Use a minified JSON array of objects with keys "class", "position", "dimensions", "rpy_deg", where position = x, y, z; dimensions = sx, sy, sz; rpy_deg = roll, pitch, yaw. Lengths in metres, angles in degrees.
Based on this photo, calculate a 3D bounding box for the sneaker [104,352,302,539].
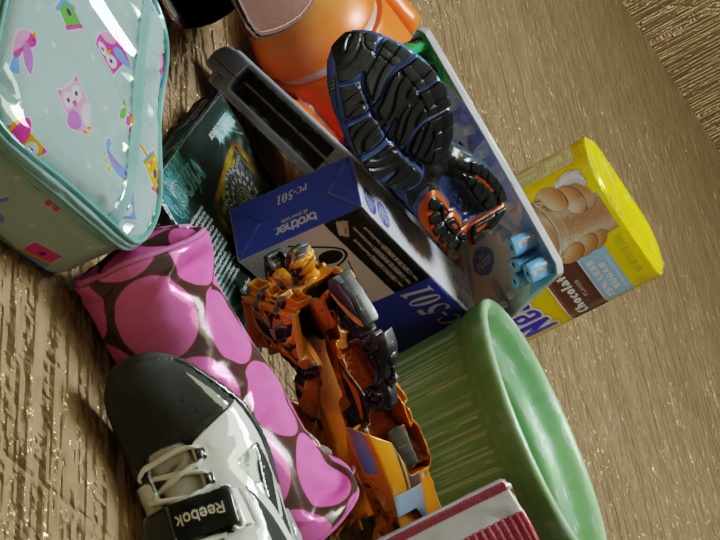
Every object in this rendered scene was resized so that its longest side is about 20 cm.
[{"class":"sneaker","position":[-0.077,0.138,0.984],"dimensions":[0.201,0.074,0.089],"rpy_deg":[59,17,-11]}]

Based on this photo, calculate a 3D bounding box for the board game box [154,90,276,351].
[{"class":"board game box","position":[-0.093,-0.031,1.237],"dimensions":[0.136,0.028,0.200],"rpy_deg":[60,18,-15]}]

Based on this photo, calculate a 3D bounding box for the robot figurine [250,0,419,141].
[{"class":"robot figurine","position":[-0.012,-0.172,1.515],"dimensions":[0.200,0.144,0.117],"rpy_deg":[48,7,-38]}]

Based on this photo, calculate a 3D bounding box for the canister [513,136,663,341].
[{"class":"canister","position":[0.139,-0.011,1.570],"dimensions":[0.149,0.199,0.087],"rpy_deg":[50,21,-33]}]

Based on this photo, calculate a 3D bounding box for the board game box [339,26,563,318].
[{"class":"board game box","position":[0.058,-0.050,1.363],"dimensions":[0.201,0.026,0.200],"rpy_deg":[61,-22,10]}]

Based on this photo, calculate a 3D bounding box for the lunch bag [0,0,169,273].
[{"class":"lunch bag","position":[-0.171,-0.110,1.025],"dimensions":[0.160,0.077,0.201],"rpy_deg":[42,38,-43]}]

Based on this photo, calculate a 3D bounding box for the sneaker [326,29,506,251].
[{"class":"sneaker","position":[0.023,-0.087,1.207],"dimensions":[0.078,0.075,0.200],"rpy_deg":[39,-11,41]}]

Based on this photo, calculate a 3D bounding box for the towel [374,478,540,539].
[{"class":"towel","position":[0.067,0.245,1.120],"dimensions":[0.201,0.143,0.023],"rpy_deg":[66,-10,-4]}]

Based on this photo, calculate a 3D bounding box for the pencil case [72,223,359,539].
[{"class":"pencil case","position":[-0.079,0.066,1.060],"dimensions":[0.094,0.090,0.201],"rpy_deg":[-39,106,-35]}]

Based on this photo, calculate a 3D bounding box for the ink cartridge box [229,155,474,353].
[{"class":"ink cartridge box","position":[0.000,0.000,1.263],"dimensions":[0.200,0.093,0.044],"rpy_deg":[42,30,-54]}]

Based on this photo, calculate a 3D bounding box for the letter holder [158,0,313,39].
[{"class":"letter holder","position":[-0.117,-0.221,1.327],"dimensions":[0.143,0.100,0.200],"rpy_deg":[62,18,-11]}]

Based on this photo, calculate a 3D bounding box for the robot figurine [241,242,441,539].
[{"class":"robot figurine","position":[-0.013,0.079,1.144],"dimensions":[0.145,0.058,0.201],"rpy_deg":[15,-50,60]}]

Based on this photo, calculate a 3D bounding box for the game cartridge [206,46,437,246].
[{"class":"game cartridge","position":[-0.026,-0.080,1.356],"dimensions":[0.200,0.040,0.133],"rpy_deg":[45,-1,40]}]

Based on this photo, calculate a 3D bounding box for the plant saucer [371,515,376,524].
[{"class":"plant saucer","position":[0.049,0.154,1.370],"dimensions":[0.201,0.032,0.201],"rpy_deg":[53,21,-30]}]

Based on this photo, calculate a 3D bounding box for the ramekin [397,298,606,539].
[{"class":"ramekin","position":[0.086,0.130,1.272],"dimensions":[0.201,0.097,0.200],"rpy_deg":[59,14,-25]}]
